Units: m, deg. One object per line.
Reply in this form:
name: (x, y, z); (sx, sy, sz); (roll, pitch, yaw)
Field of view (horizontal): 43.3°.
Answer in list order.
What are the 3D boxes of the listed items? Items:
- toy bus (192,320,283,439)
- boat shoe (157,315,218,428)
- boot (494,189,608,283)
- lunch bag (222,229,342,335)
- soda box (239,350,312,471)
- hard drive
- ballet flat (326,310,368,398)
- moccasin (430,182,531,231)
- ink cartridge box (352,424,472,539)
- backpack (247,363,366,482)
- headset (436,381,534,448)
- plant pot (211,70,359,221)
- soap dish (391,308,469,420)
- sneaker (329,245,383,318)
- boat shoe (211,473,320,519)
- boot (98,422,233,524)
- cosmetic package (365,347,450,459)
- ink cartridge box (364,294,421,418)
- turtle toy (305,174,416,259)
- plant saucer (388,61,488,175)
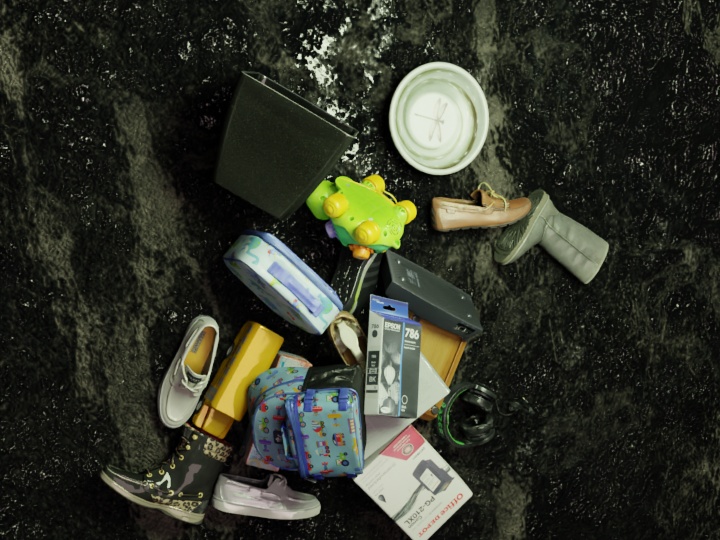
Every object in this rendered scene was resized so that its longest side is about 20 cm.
toy bus: (-0.211, 0.189, 1.556); (0.065, 0.078, 0.201); (32, 79, -21)
boat shoe: (-0.287, 0.176, 1.532); (0.071, 0.070, 0.201); (23, 90, -21)
boot: (0.375, -0.037, 1.772); (0.200, 0.072, 0.182); (40, 83, -27)
lunch bag: (-0.129, 0.020, 1.526); (0.200, 0.161, 0.083); (44, 78, -19)
soda box: (-0.150, 0.244, 1.595); (0.063, 0.068, 0.201); (18, 90, -19)
hard drive: (0.123, 0.045, 1.648); (0.199, 0.135, 0.042); (28, 113, -19)
ballet flat: (0.001, 0.157, 1.543); (0.070, 0.065, 0.201); (-35, 82, -3)
moccasin: (0.226, -0.121, 1.700); (0.200, 0.074, 0.078); (-4, 106, -11)
ink cartridge box: (0.090, 0.389, 1.691); (0.145, 0.084, 0.200); (-43, 109, -4)
backpack: (-0.093, 0.249, 1.485); (0.198, 0.135, 0.184); (-1, 112, 5)
headset: (0.236, 0.274, 1.733); (0.199, 0.094, 0.124); (-3, 99, -38)
plant pot: (-0.133, -0.195, 1.472); (0.199, 0.200, 0.178); (29, 100, -4)
soap dish: (0.105, 0.167, 1.677); (0.157, 0.081, 0.201); (23, 88, -22)
sneaker: (0.000, 0.000, 1.638); (0.201, 0.071, 0.083); (-63, 146, -9)
boat shoe: (-0.163, 0.396, 1.614); (0.199, 0.072, 0.069); (11, 92, -13)
boot: (-0.323, 0.329, 1.536); (0.199, 0.073, 0.151); (30, 85, -21)
cosmetic package: (0.035, 0.214, 1.592); (0.200, 0.052, 0.151); (-38, 83, 4)
ink cartridge box: (0.056, 0.144, 1.517); (0.099, 0.039, 0.202); (12, 75, -43)
turtle toy: (-0.010, -0.095, 1.558); (0.145, 0.200, 0.101); (-30, 153, -45)
plant saucer: (0.136, -0.275, 1.653); (0.199, 0.050, 0.202); (-3, 97, -21)
